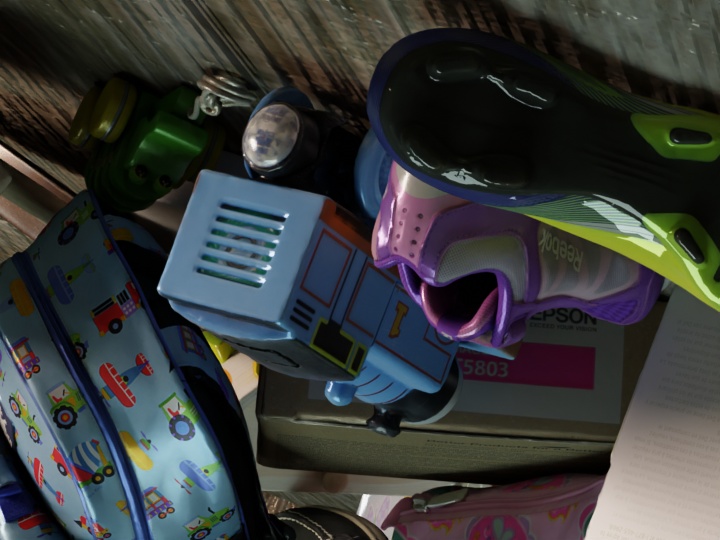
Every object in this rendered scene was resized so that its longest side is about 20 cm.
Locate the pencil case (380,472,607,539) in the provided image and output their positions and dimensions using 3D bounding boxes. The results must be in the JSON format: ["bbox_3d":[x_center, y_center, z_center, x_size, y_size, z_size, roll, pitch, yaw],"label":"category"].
[{"bbox_3d":[0.091,0.140,1.299,0.087,0.088,0.200,27,159,-29],"label":"pencil case"}]

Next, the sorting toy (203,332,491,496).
[{"bbox_3d":[-0.037,0.054,1.554,0.199,0.107,0.180,5,-160,-26],"label":"sorting toy"}]

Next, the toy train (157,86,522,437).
[{"bbox_3d":[0.000,0.000,1.137,0.086,0.115,0.200,16,169,34],"label":"toy train"}]

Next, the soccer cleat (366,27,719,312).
[{"bbox_3d":[0.097,-0.035,0.929,0.199,0.065,0.084,22,-172,-8],"label":"soccer cleat"}]

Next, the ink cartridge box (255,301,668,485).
[{"bbox_3d":[0.048,0.059,1.307,0.199,0.075,0.165,5,167,-2],"label":"ink cartridge box"}]

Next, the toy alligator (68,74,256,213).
[{"bbox_3d":[-0.097,-0.055,1.230,0.059,0.054,0.200,24,170,-18],"label":"toy alligator"}]

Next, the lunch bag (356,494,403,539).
[{"bbox_3d":[0.077,0.167,1.646,0.127,0.201,0.169,25,169,-21],"label":"lunch bag"}]

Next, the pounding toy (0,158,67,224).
[{"bbox_3d":[-0.231,-0.057,1.253,0.200,0.142,0.184,49,167,-5],"label":"pounding toy"}]

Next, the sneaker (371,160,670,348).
[{"bbox_3d":[0.059,-0.008,1.047,0.080,0.089,0.200,14,169,31],"label":"sneaker"}]

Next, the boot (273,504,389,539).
[{"bbox_3d":[-0.050,0.175,1.404,0.153,0.074,0.204,11,-163,-30],"label":"boot"}]

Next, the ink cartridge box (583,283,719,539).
[{"bbox_3d":[0.173,0.106,1.079,0.147,0.201,0.076,13,167,45],"label":"ink cartridge box"}]

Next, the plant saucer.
[{"bbox_3d":[-0.156,-0.021,1.461,0.200,0.035,0.200,36,179,1],"label":"plant saucer"}]

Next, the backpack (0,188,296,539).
[{"bbox_3d":[-0.126,0.068,1.257,0.200,0.134,0.183,82,162,-64],"label":"backpack"}]

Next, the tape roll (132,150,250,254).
[{"bbox_3d":[-0.042,-0.015,1.391,0.202,0.037,0.203,21,170,4],"label":"tape roll"}]
